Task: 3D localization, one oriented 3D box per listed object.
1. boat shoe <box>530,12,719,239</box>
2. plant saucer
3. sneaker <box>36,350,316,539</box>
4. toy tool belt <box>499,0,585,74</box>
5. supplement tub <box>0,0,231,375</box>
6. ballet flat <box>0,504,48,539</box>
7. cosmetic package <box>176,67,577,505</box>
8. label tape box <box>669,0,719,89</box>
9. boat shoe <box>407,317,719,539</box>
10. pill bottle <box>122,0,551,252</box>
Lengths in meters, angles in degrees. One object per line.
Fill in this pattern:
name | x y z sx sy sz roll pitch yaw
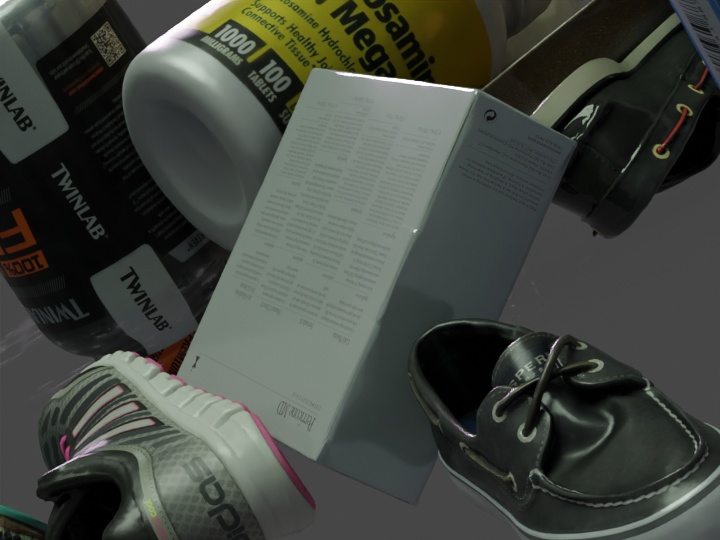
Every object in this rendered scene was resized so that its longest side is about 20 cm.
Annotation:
boat shoe | 0.124 -0.062 1.137 0.074 0.063 0.201 -54 -8 26
plant saucer | 0.091 -0.090 1.247 0.200 0.032 0.200 -38 -1 -1
sneaker | -0.098 0.088 1.077 0.087 0.074 0.200 -32 20 -22
toy tool belt | 0.013 -0.121 1.396 0.200 0.123 0.125 -30 16 9
supplement tub | -0.135 -0.046 1.312 0.122 0.200 0.123 -30 16 10
ballet flat | -0.185 0.128 1.166 0.074 0.074 0.200 -38 14 -18
cosmetic package | 0.000 0.000 1.077 0.151 0.052 0.200 -64 20 -2
label tape box | 0.217 -0.119 0.965 0.200 0.143 0.066 -35 17 -8
boat shoe | 0.066 0.050 0.895 0.070 0.066 0.200 -35 16 -8
pill bottle | -0.005 -0.104 1.257 0.200 0.113 0.112 -39 17 -26
